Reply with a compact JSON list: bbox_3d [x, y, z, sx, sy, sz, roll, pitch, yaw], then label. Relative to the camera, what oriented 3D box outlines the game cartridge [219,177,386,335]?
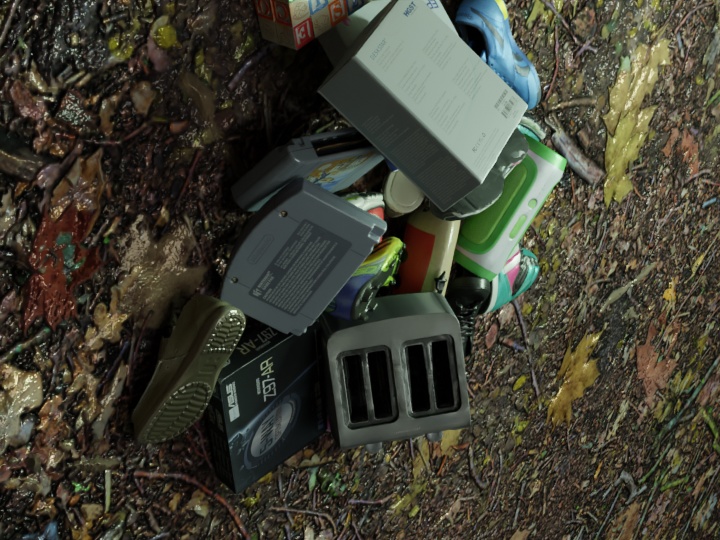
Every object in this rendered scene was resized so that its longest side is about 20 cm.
[{"bbox_3d":[-0.076,-0.016,1.490,0.132,0.041,0.200,25,127,-21],"label":"game cartridge"}]

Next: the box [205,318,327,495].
[{"bbox_3d":[-0.118,0.162,1.620,0.160,0.043,0.201,-31,137,-32],"label":"box"}]

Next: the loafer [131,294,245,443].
[{"bbox_3d":[-0.204,0.112,1.489,0.075,0.068,0.201,18,111,-52],"label":"loafer"}]

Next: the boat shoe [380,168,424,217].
[{"bbox_3d":[0.082,-0.160,1.700,0.201,0.071,0.060,-65,-172,-17],"label":"boat shoe"}]

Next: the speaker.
[{"bbox_3d":[0.205,-0.088,1.807,0.088,0.088,0.201,21,103,-54],"label":"speaker"}]

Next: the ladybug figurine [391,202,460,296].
[{"bbox_3d":[0.086,-0.003,1.759,0.136,0.071,0.202,-66,168,-82],"label":"ladybug figurine"}]

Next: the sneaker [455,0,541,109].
[{"bbox_3d":[0.179,-0.282,1.734,0.079,0.066,0.201,-54,132,-26],"label":"sneaker"}]

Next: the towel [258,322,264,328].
[{"bbox_3d":[-0.069,0.050,1.662,0.146,0.022,0.201,24,92,-53],"label":"towel"}]

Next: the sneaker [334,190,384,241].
[{"bbox_3d":[-0.034,-0.044,1.574,0.199,0.077,0.086,-17,105,-47],"label":"sneaker"}]

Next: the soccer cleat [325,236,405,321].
[{"bbox_3d":[0.000,-0.001,1.636,0.200,0.083,0.065,-51,156,-59],"label":"soccer cleat"}]

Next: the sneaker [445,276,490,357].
[{"bbox_3d":[0.141,0.082,1.843,0.200,0.059,0.105,126,-33,-70],"label":"sneaker"}]

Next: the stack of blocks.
[{"bbox_3d":[-0.033,-0.348,1.448,0.200,0.058,0.116,-40,137,-31],"label":"stack of blocks"}]

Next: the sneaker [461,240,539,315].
[{"bbox_3d":[0.220,-0.036,1.924,0.120,0.083,0.202,-9,115,-51],"label":"sneaker"}]

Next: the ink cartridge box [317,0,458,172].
[{"bbox_3d":[0.063,-0.233,1.545,0.196,0.201,0.043,-23,171,-44],"label":"ink cartridge box"}]

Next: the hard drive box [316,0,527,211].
[{"bbox_3d":[0.073,-0.194,1.453,0.200,0.077,0.156,44,48,-11],"label":"hard drive box"}]

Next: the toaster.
[{"bbox_3d":[0.043,0.122,1.647,0.179,0.119,0.202,-9,103,-7],"label":"toaster"}]

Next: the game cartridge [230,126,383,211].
[{"bbox_3d":[-0.051,-0.120,1.508,0.199,0.042,0.133,-18,163,-46],"label":"game cartridge"}]

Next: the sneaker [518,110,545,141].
[{"bbox_3d":[0.186,-0.206,1.814,0.199,0.078,0.080,7,124,-48],"label":"sneaker"}]

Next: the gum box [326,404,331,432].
[{"bbox_3d":[0.020,0.170,1.800,0.199,0.066,0.115,5,104,-52],"label":"gum box"}]

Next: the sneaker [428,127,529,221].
[{"bbox_3d":[0.151,-0.117,1.721,0.200,0.080,0.086,-39,174,-41],"label":"sneaker"}]
